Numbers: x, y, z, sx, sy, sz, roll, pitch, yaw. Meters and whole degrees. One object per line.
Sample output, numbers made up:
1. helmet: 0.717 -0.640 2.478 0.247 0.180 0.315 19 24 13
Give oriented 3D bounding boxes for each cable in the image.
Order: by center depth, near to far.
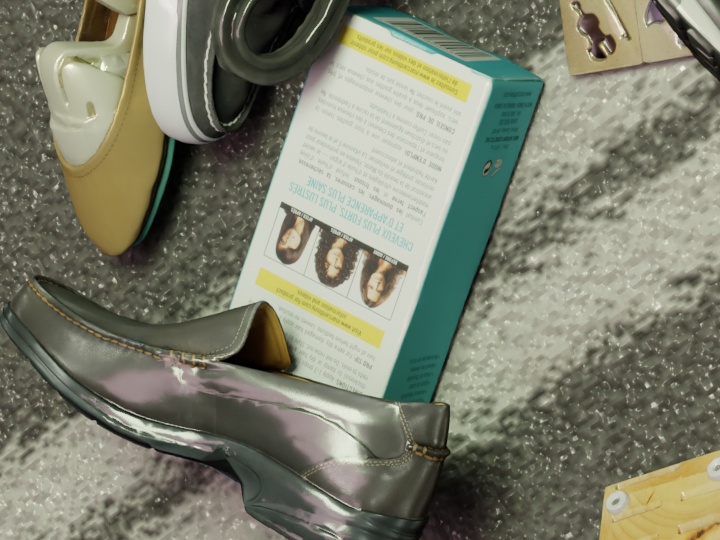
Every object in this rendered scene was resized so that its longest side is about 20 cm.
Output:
1. cable: 0.005 -0.165 1.105 0.050 0.097 0.201 38 109 62

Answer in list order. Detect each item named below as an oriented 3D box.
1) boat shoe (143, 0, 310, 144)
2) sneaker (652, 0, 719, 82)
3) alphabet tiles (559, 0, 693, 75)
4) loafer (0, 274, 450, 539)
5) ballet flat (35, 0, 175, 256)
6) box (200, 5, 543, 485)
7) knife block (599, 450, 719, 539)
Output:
1. boat shoe: -0.032 -0.144 1.143 0.066 0.070 0.201 19 96 29
2. sneaker: 0.123 -0.153 1.022 0.087 0.076 0.201 -34 65 9
3. alphabet tiles: 0.161 -0.138 1.060 0.199 0.008 0.168 -8 90 31
4. loafer: -0.052 0.044 1.111 0.199 0.073 0.073 28 99 16
5. ballet flat: -0.107 -0.107 1.185 0.069 0.063 0.201 24 105 53
6. box: 0.000 0.000 1.141 0.082 0.049 0.201 27 107 27
7. knife block: 0.155 0.192 1.068 0.064 0.176 0.201 -20 39 29
